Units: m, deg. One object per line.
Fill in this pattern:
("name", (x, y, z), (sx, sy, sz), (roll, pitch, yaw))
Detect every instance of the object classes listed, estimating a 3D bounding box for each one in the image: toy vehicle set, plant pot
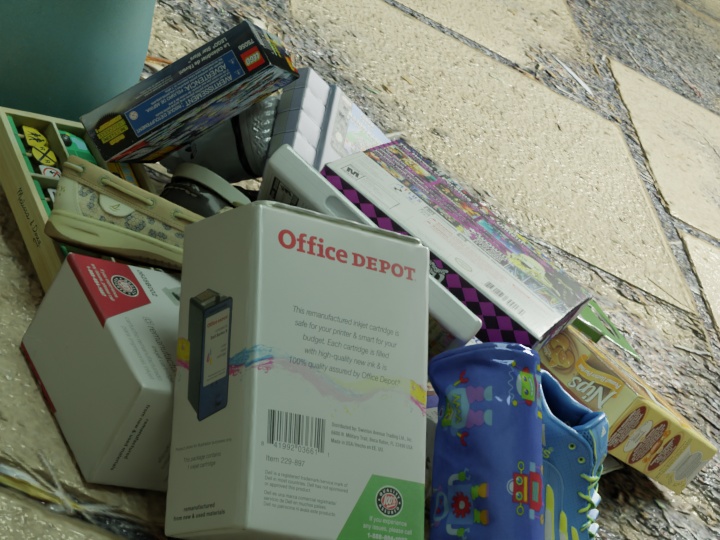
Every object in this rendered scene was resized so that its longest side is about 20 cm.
("toy vehicle set", (-0.191, -0.030, 1.485), (0.124, 0.027, 0.201), (8, 44, -44))
("plant pot", (-0.247, -0.199, 1.589), (0.199, 0.189, 0.200), (28, 24, -13))

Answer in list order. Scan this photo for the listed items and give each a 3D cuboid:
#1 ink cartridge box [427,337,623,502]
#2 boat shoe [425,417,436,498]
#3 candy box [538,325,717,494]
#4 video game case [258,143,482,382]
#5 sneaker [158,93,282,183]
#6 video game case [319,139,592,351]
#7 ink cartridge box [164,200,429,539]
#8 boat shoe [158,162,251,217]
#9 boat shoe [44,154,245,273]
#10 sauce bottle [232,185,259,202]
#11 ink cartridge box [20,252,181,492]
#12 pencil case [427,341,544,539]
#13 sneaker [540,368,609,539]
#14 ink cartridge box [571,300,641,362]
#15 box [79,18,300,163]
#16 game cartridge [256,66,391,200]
("ink cartridge box", (0.079, 0.115, 1.574), (0.198, 0.047, 0.199), (43, 23, 26))
("boat shoe", (0.031, 0.128, 1.413), (0.069, 0.071, 0.201), (14, 38, -13))
("candy box", (0.205, 0.108, 1.653), (0.115, 0.055, 0.200), (44, 6, 32))
("video game case", (0.000, 0.000, 1.454), (0.182, 0.024, 0.200), (42, -12, 3))
("sneaker", (-0.097, -0.108, 1.689), (0.114, 0.076, 0.200), (-7, 2, 18))
("video game case", (0.070, -0.017, 1.517), (0.200, 0.036, 0.181), (39, 19, 8))
("ink cartridge box", (-0.036, 0.072, 1.262), (0.145, 0.087, 0.202), (14, 73, -38))
("boat shoe", (-0.075, -0.001, 1.586), (0.201, 0.061, 0.072), (36, -22, -11))
("boat shoe", (-0.116, -0.029, 1.403), (0.198, 0.063, 0.073), (13, -4, -3))
("sauce bottle", (-0.043, -0.043, 1.700), (0.199, 0.065, 0.065), (7, 34, -45))
("ink cartridge box", (-0.105, 0.076, 1.360), (0.199, 0.083, 0.147), (12, 30, -39))
("pencil case", (0.081, 0.149, 1.351), (0.078, 0.086, 0.202), (16, 69, -46))
("sneaker", (0.138, 0.158, 1.415), (0.201, 0.105, 0.076), (60, 34, 1))
("ink cartridge box", (0.142, 0.030, 1.766), (0.199, 0.059, 0.104), (32, 13, -32))
("box", (-0.120, -0.127, 1.492), (0.040, 0.136, 0.200), (61, 6, 0))
("game cartridge", (-0.006, -0.060, 1.649), (0.200, 0.038, 0.130), (43, 53, -44))
